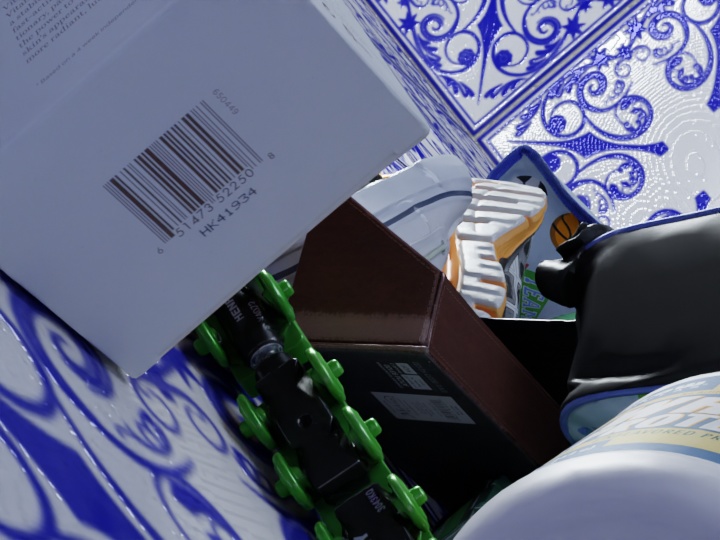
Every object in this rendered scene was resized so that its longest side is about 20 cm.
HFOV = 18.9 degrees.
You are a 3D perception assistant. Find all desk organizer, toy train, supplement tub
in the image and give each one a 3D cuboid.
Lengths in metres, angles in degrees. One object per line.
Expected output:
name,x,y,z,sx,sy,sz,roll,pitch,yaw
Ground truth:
desk organizer,0.046,0.041,0.892,0.200,0.071,0.077,46,52,-51
toy train,-0.014,0.059,0.750,0.200,0.042,0.056,56,-1,37
supplement tub,0.112,0.111,0.674,0.145,0.145,0.200,51,23,9

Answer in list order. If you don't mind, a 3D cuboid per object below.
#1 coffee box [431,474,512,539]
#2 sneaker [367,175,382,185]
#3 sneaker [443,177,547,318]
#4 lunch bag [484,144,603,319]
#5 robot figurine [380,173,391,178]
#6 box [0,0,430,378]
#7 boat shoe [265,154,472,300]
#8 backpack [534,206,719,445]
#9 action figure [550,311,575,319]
coffee box,0.097,0.173,0.818,0.200,0.044,0.123,50,7,3
sneaker,-0.044,-0.072,1.063,0.079,0.089,0.201,-85,155,-72
sneaker,0.046,0.011,1.076,0.200,0.078,0.078,-63,155,-60
lunch bag,0.124,0.047,1.259,0.200,0.124,0.170,45,-2,8
robot figurine,-0.052,-0.098,1.198,0.200,0.058,0.145,44,7,-39
box,-0.082,-0.084,0.708,0.097,0.124,0.200,44,10,-40
boat shoe,0.000,0.000,0.954,0.200,0.073,0.067,-24,88,-58
backpack,0.191,0.071,0.861,0.200,0.182,0.148,41,45,-42
action figure,0.082,0.073,1.075,0.055,0.118,0.200,61,14,-9
